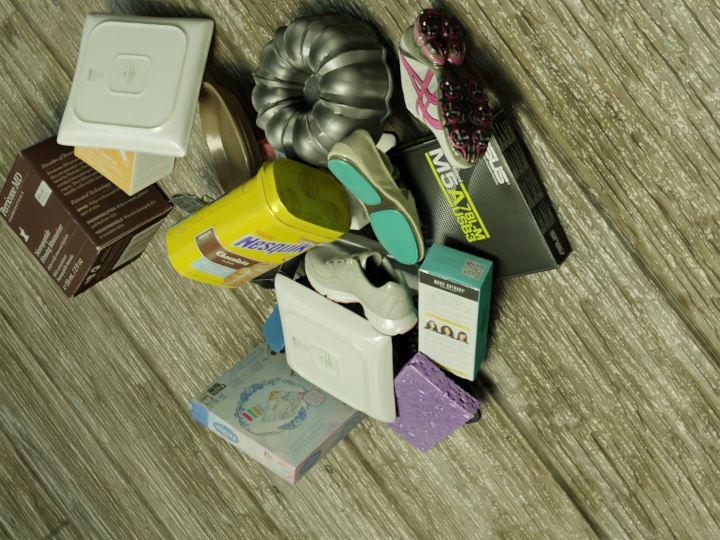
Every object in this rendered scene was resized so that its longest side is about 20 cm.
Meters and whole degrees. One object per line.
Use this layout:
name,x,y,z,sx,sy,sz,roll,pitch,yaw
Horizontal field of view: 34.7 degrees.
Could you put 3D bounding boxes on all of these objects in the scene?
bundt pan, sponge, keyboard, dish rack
bundt pan,-0.060,-0.224,1.433,0.201,0.075,0.204,3,95,39
sponge,0.085,0.188,1.609,0.111,0.030,0.200,38,151,1
keyboard,0.091,0.133,1.611,0.104,0.040,0.201,-7,111,43
dish rack,-0.187,-0.044,1.650,0.199,0.055,0.153,32,166,-17

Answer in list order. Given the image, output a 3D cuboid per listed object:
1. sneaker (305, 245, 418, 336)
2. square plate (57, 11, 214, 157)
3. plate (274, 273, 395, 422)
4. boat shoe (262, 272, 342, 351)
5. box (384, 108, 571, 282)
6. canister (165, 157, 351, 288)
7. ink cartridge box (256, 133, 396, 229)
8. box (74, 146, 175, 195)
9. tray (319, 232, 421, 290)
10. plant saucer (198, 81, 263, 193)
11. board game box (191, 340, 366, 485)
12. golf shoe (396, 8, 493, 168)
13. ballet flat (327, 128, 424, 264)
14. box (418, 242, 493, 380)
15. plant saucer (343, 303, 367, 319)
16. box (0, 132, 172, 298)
sneaker,0.000,0.000,1.512,0.199,0.075,0.093,31,140,37
square plate,-0.312,-0.262,1.583,0.196,0.202,0.028,7,168,14
plate,-0.040,0.117,1.604,0.199,0.032,0.200,28,145,27
boat shoe,-0.081,0.049,1.691,0.200,0.068,0.085,-36,80,52
box,0.136,-0.080,1.422,0.192,0.047,0.201,-11,112,47
canister,-0.132,-0.054,1.474,0.199,0.148,0.087,-26,65,32
ink cartridge box,-0.039,-0.124,1.537,0.199,0.067,0.117,7,120,38
box,-0.341,-0.236,1.708,0.124,0.097,0.201,35,134,19
tray,0.012,-0.021,1.565,0.199,0.022,0.107,19,162,32
plant saucer,-0.176,-0.168,1.603,0.201,0.029,0.201,56,158,36
board game box,-0.112,0.199,1.713,0.198,0.200,0.044,28,134,26
golf shoe,0.094,-0.198,1.334,0.092,0.072,0.201,-47,50,51
ballet flat,0.032,-0.093,1.416,0.069,0.070,0.200,3,141,40
box,0.120,0.056,1.480,0.082,0.049,0.201,19,144,17
plant saucer,-0.009,0.085,1.670,0.070,0.019,0.200,62,142,16
box,-0.441,-0.100,1.835,0.200,0.164,0.166,49,137,5
